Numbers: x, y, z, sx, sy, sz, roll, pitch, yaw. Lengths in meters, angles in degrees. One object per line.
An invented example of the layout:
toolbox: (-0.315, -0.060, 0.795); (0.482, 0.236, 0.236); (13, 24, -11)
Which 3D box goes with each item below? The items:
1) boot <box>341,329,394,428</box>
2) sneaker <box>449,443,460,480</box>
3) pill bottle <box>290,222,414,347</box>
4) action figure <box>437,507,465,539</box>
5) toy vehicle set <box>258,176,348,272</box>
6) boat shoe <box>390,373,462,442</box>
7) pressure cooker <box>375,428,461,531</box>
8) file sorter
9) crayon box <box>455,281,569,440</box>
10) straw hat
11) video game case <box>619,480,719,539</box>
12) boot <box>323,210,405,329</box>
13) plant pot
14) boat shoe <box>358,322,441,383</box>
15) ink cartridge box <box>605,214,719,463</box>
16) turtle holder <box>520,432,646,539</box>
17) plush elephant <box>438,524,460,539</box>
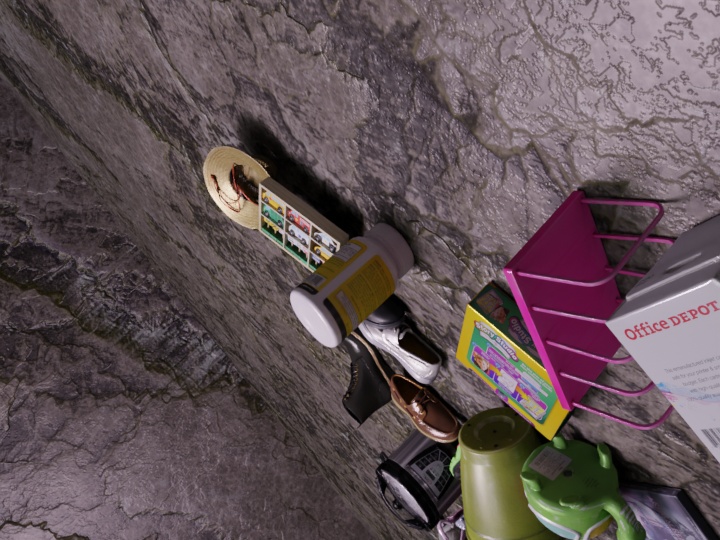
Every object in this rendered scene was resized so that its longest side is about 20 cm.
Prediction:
boot: (-0.014, 0.235, 1.658); (0.201, 0.138, 0.078); (49, 159, 6)
sneaker: (0.234, 0.395, 1.507); (0.084, 0.076, 0.202); (44, 159, 25)
pill bottle: (-0.010, 0.019, 1.211); (0.114, 0.199, 0.115); (40, 157, 21)
action figure: (0.258, 0.523, 1.568); (0.136, 0.147, 0.200); (58, -169, 1)
toy vehicle set: (-0.107, -0.069, 1.342); (0.198, 0.026, 0.126); (36, 145, 21)
boat shoe: (0.129, 0.285, 1.543); (0.199, 0.072, 0.068); (34, 156, 42)
pressure cooker: (0.138, 0.465, 1.643); (0.175, 0.199, 0.181); (22, 146, 53)
file sorter: (0.268, 0.042, 0.780); (0.124, 0.139, 0.202); (12, 137, 53)
crayon box: (0.239, 0.138, 1.101); (0.199, 0.058, 0.174); (41, 156, 22)
straw hat: (-0.208, -0.180, 1.438); (0.198, 0.085, 0.204); (24, 140, 21)
video game case: (0.453, 0.382, 1.124); (0.144, 0.019, 0.200); (52, 160, -4)
boot: (-0.001, 0.000, 1.367); (0.163, 0.065, 0.203); (20, 137, 40)
plant pot: (0.252, 0.352, 1.275); (0.199, 0.198, 0.197); (13, 127, 57)
boat shoe: (0.076, 0.127, 1.411); (0.200, 0.070, 0.071); (43, 142, 20)
ink cartridge box: (0.346, 0.059, 0.629); (0.201, 0.144, 0.145); (49, 155, 1)
turtle holder: (0.343, 0.343, 1.134); (0.181, 0.142, 0.134); (-2, 125, 25)
plush elephant: (0.260, 0.765, 1.990); (0.195, 0.166, 0.158); (17, 115, -2)
